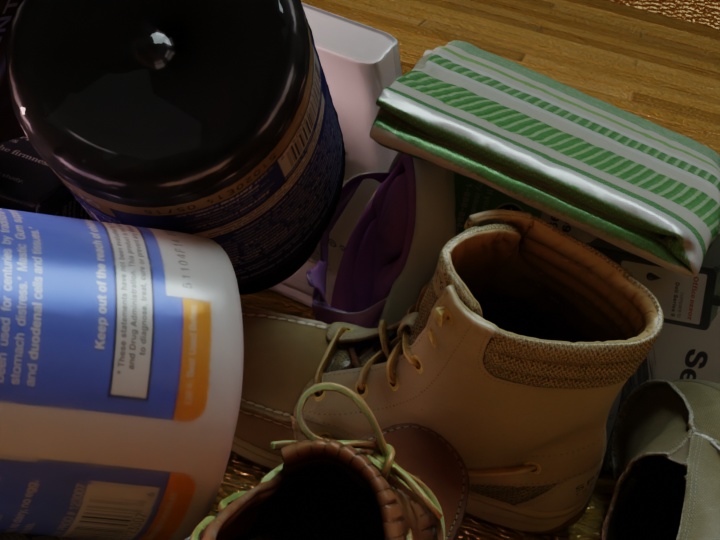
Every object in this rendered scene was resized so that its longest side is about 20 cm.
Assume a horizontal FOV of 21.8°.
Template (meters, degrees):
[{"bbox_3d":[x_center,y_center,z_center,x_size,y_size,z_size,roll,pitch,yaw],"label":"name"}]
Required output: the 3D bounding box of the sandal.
[{"bbox_3d":[0.000,-0.007,0.864,0.049,0.083,0.203,4,-26,-12],"label":"sandal"}]

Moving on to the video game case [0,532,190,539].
[{"bbox_3d":[-0.159,0.091,0.675,0.199,0.018,0.143,-2,23,-43],"label":"video game case"}]

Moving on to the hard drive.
[{"bbox_3d":[-0.030,-0.056,0.977,0.131,0.201,0.027,23,54,27],"label":"hard drive"}]

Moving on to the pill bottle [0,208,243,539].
[{"bbox_3d":[-0.149,0.031,0.646,0.198,0.113,0.112,8,17,-21],"label":"pill bottle"}]

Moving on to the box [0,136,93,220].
[{"bbox_3d":[-0.168,-0.046,0.888,0.147,0.105,0.200,19,31,16],"label":"box"}]

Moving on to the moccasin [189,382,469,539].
[{"bbox_3d":[-0.011,0.091,0.668,0.073,0.078,0.201,38,25,20],"label":"moccasin"}]

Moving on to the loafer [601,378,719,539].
[{"bbox_3d":[0.137,0.096,0.795,0.067,0.077,0.200,17,15,-12],"label":"loafer"}]

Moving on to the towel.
[{"bbox_3d":[0.086,-0.055,0.813,0.151,0.024,0.200,23,16,5],"label":"towel"}]

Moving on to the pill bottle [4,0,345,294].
[{"bbox_3d":[-0.064,-0.055,0.752,0.111,0.113,0.200,16,-13,10],"label":"pill bottle"}]

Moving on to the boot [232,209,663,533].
[{"bbox_3d":[0.016,0.031,0.773,0.198,0.156,0.073,19,56,4],"label":"boot"}]

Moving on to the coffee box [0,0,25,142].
[{"bbox_3d":[-0.141,-0.118,0.751,0.079,0.115,0.200,35,23,12],"label":"coffee box"}]

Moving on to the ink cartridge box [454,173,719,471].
[{"bbox_3d":[0.119,0.016,0.918,0.198,0.147,0.084,10,16,-10],"label":"ink cartridge box"}]
